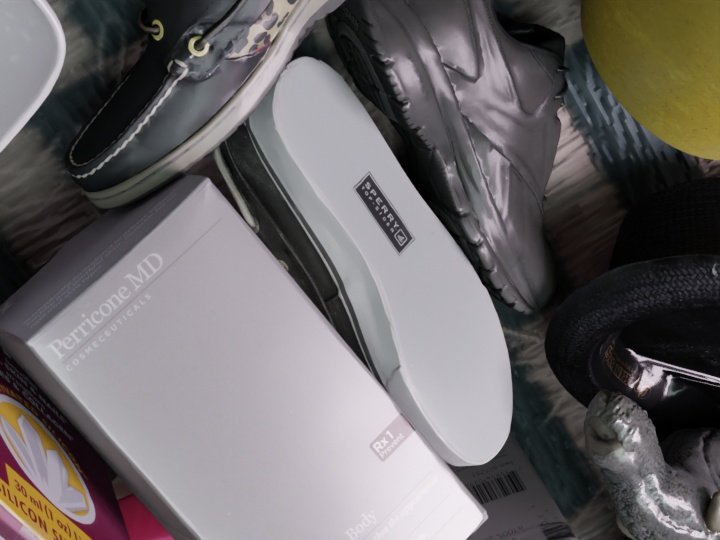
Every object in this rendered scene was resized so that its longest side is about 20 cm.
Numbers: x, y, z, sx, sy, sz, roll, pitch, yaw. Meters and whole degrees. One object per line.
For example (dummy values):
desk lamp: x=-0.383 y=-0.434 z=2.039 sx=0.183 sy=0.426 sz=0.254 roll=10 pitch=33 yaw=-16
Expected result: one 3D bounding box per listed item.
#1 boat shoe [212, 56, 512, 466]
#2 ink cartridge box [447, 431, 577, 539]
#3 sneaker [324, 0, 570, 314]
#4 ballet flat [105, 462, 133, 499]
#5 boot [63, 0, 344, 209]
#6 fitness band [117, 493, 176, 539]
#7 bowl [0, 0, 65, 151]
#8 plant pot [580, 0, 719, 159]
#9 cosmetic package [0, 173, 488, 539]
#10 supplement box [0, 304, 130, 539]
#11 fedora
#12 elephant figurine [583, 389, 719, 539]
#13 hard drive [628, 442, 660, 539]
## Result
boat shoe: x=0.000 y=0.000 z=0.946 sx=0.071 sy=0.064 sz=0.200 roll=-38 pitch=103 yaw=-43
ink cartridge box: x=0.056 y=0.170 z=1.015 sx=0.116 sy=0.200 sz=0.068 roll=-20 pitch=124 yaw=-7
sneaker: x=0.060 y=-0.063 z=0.957 sx=0.091 sy=0.076 sz=0.200 roll=-34 pitch=130 yaw=-10
ballet flat: x=-0.070 y=0.058 z=0.984 sx=0.200 sy=0.074 sz=0.074 roll=-45 pitch=124 yaw=10
boot: x=-0.086 y=-0.139 z=0.860 sx=0.204 sy=0.073 sz=0.154 roll=-46 pitch=120 yaw=8
fitness band: x=-0.102 y=0.169 z=1.017 sx=0.144 sy=0.037 sz=0.200 roll=-29 pitch=149 yaw=-1
bowl: x=-0.241 y=-0.093 z=0.829 sx=0.200 sy=0.075 sz=0.200 roll=-42 pitch=124 yaw=8
plant pot: x=0.176 y=-0.128 z=0.902 sx=0.200 sy=0.200 sz=0.142 roll=18 pitch=140 yaw=-27
cosmetic package: x=-0.053 y=0.063 z=0.905 sx=0.107 sy=0.090 sz=0.200 roll=-45 pitch=111 yaw=-13
supplement box: x=-0.175 y=0.092 z=0.887 sx=0.103 sy=0.200 sz=0.131 roll=-39 pitch=125 yaw=6
fedora: x=0.189 y=0.014 z=1.014 sx=0.200 sy=0.092 sz=0.201 roll=4 pitch=150 yaw=2
elephant figurine: x=0.181 y=0.131 z=1.014 sx=0.141 sy=0.155 sz=0.200 roll=-15 pitch=94 yaw=-6
hard drive: x=0.241 y=0.149 z=1.107 sx=0.200 sy=0.042 sz=0.135 roll=7 pitch=126 yaw=16
